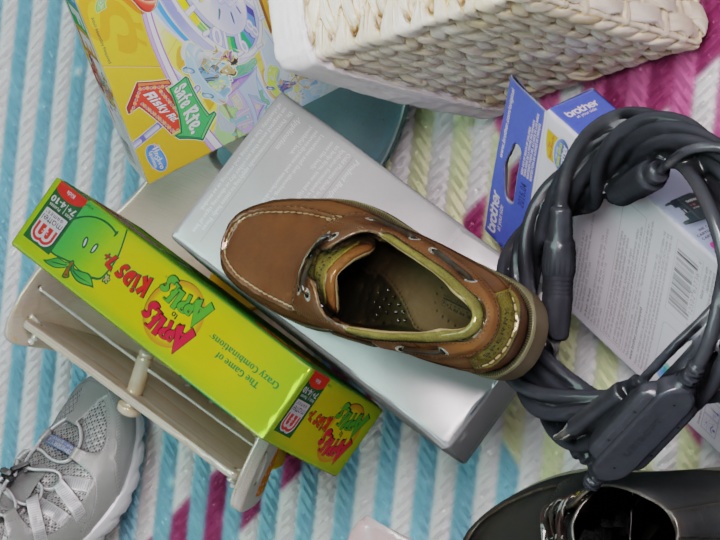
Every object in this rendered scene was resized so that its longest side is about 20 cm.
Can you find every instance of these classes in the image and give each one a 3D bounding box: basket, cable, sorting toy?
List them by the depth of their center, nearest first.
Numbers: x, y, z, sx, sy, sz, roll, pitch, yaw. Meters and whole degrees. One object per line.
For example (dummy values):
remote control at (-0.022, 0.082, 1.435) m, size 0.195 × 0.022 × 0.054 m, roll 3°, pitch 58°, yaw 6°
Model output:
cable at (0.137, 0.002, 1.297) m, size 0.200 × 0.051 × 0.164 m, roll -55°, pitch 42°, yaw 39°
basket at (0.061, -0.201, 1.394) m, size 0.160 × 0.200 × 0.199 m, roll -14°, pitch 77°, yaw 37°
sorting toy at (-0.082, 0.012, 1.553) m, size 0.200 × 0.107 × 0.181 m, roll 34°, pitch 108°, yaw 27°

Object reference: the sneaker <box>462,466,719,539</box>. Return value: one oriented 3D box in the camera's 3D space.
sneaker at (0.112, 0.138, 1.390) m, size 0.199 × 0.106 × 0.075 m, roll -17°, pitch 77°, yaw 38°

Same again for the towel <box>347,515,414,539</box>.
towel at (0.030, 0.256, 1.392) m, size 0.191 × 0.032 × 0.200 m, roll 26°, pitch 80°, yaw 30°

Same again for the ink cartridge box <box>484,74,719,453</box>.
ink cartridge box at (0.146, -0.010, 1.382) m, size 0.200 × 0.042 × 0.120 m, roll 43°, pitch 146°, yaw 31°

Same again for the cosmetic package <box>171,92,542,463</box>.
cosmetic package at (0.007, 0.005, 1.445) m, size 0.200 × 0.090 × 0.107 m, roll 39°, pitch 87°, yaw 12°

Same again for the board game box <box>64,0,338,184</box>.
board game box at (-0.095, -0.163, 1.437) m, size 0.034 × 0.134 × 0.201 m, roll 45°, pitch 159°, yaw 54°

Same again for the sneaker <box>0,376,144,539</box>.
sneaker at (-0.204, 0.148, 1.640) m, size 0.075 × 0.082 × 0.201 m, roll 12°, pitch 69°, yaw 45°

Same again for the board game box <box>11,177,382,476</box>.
board game box at (-0.091, 0.031, 1.454) m, size 0.200 × 0.102 × 0.048 m, roll 35°, pitch 91°, yaw 28°

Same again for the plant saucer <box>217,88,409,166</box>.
plant saucer at (-0.040, -0.120, 1.585) m, size 0.200 × 0.027 × 0.201 m, roll -4°, pitch 84°, yaw 40°

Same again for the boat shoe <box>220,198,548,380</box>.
boat shoe at (0.000, 0.000, 1.342) m, size 0.199 × 0.068 × 0.072 m, roll 14°, pitch 88°, yaw 34°
